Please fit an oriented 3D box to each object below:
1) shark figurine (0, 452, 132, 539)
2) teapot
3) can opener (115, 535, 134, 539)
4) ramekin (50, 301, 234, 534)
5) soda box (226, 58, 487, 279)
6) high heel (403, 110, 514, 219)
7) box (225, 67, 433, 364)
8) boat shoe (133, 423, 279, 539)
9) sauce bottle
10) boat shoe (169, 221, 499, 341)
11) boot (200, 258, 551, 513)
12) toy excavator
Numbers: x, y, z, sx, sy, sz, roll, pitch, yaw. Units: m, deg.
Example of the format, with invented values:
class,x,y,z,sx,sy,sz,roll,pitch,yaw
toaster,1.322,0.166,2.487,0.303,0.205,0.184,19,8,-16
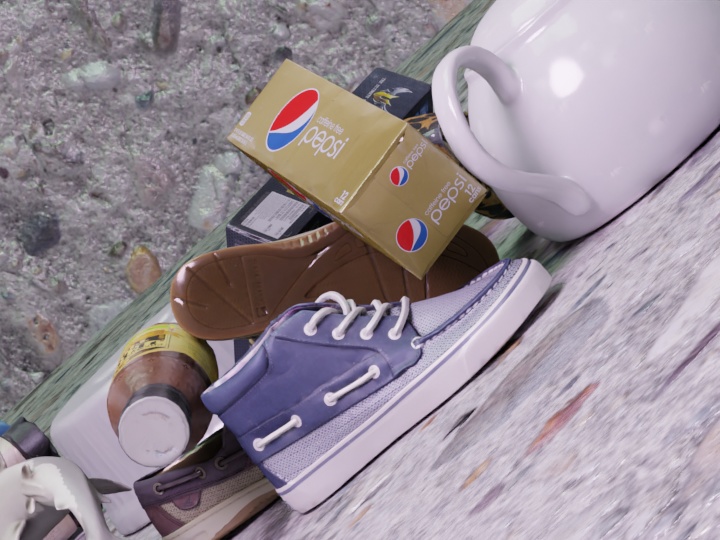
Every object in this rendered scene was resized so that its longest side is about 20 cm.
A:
class,x,y,z,sx,sy,sz,roll,pitch,yaw
shark figurine,-0.170,0.143,1.670,0.089,0.129,0.214,3,-5,-31
teapot,0.128,-0.122,1.619,0.197,0.146,0.200,-43,7,-2
can opener,-0.193,0.239,1.713,0.200,0.052,0.067,-46,-27,-38
ramekin,-0.137,0.092,2.059,0.200,0.098,0.200,-42,6,5
soda box,-0.005,-0.061,1.598,0.064,0.068,0.200,-53,26,-2
high heel,0.095,-0.080,1.725,0.199,0.072,0.143,-18,-9,-19
box,-0.017,-0.018,1.878,0.200,0.051,0.158,-47,-32,-41
boat shoe,-0.059,0.099,1.676,0.200,0.065,0.072,-40,7,25
sauce bottle,-0.115,0.074,1.614,0.065,0.065,0.200,-42,7,3
boat shoe,-0.015,0.007,1.680,0.199,0.073,0.065,-9,-4,0
boot,0.007,0.041,1.538,0.200,0.090,0.073,-42,6,12
toy excavator,-0.301,0.194,2.312,0.100,0.195,0.200,-45,35,-17
